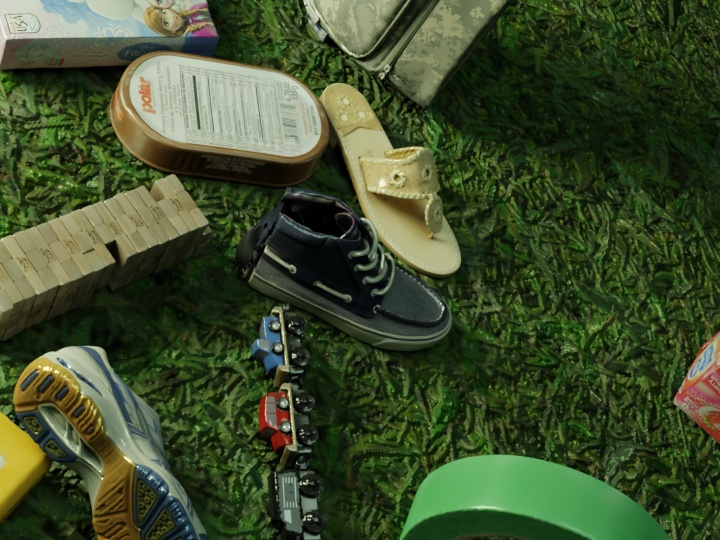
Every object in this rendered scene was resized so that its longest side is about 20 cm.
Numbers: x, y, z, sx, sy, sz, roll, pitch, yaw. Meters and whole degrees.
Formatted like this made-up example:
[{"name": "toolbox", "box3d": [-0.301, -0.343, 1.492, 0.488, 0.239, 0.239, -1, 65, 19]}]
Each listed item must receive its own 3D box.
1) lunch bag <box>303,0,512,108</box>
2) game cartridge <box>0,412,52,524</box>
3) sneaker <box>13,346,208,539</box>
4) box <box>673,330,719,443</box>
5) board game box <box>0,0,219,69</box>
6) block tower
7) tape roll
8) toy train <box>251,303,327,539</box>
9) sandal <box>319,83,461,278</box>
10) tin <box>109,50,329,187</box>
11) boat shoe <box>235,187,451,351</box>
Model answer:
[{"name": "lunch bag", "box3d": [0.053, -0.280, 1.209, 0.167, 0.200, 0.140, 35, 47, -6]}, {"name": "game cartridge", "box3d": [-0.331, 0.141, 0.833, 0.176, 0.033, 0.200, 38, 48, 0]}, {"name": "sneaker", "box3d": [-0.157, 0.137, 0.899, 0.202, 0.075, 0.088, 58, 22, -2]}, {"name": "box", "box3d": [0.405, 0.135, 1.177, 0.199, 0.100, 0.096, 40, 50, 2]}, {"name": "board game box", "box3d": [-0.249, -0.272, 1.142, 0.197, 0.043, 0.202, -8, 62, -30]}, {"name": "block tower", "box3d": [-0.209, -0.013, 0.985, 0.199, 0.054, 0.058, -28, 73, -38]}, {"name": "tape roll", "box3d": [0.126, 0.215, 0.912, 0.199, 0.201, 0.048, 30, 49, -6]}, {"name": "toy train", "box3d": [-0.058, 0.117, 0.992, 0.045, 0.034, 0.203, 0, 59, -13]}, {"name": "sandal", "box3d": [0.033, -0.096, 1.156, 0.077, 0.070, 0.213, -21, 71, -36]}, {"name": "tin", "box3d": [-0.121, -0.136, 1.125, 0.197, 0.042, 0.113, 6, 53, -24]}, {"name": "boat shoe", "box3d": [0.000, 0.000, 1.059, 0.197, 0.093, 0.076, 18, 52, -15]}]
